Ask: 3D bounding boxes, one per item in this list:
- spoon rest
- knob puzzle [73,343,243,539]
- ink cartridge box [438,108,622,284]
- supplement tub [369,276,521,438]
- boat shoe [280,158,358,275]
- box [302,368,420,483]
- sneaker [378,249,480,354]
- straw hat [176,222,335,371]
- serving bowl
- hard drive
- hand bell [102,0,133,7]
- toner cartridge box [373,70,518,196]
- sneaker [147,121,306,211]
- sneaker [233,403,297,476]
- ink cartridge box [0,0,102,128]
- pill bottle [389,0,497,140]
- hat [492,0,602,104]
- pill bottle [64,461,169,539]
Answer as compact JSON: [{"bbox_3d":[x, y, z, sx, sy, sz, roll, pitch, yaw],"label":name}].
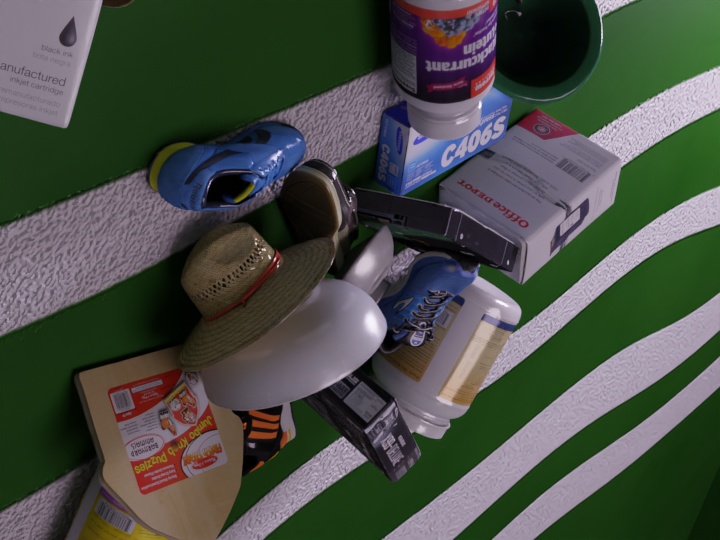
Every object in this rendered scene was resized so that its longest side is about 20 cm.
[{"bbox_3d":[0.000,0.000,1.486,0.100,0.060,0.200,-53,172,-8],"label":"spoon rest"},{"bbox_3d":[-0.194,0.184,1.325,0.030,0.222,0.219,-23,174,38],"label":"knob puzzle"},{"bbox_3d":[0.213,-0.097,1.665,0.200,0.144,0.085,-38,148,-29],"label":"ink cartridge box"},{"bbox_3d":[0.102,0.100,1.698,0.201,0.144,0.144,-60,151,8],"label":"supplement tub"},{"bbox_3d":[-0.037,-0.068,1.392,0.066,0.071,0.201,-56,163,-22],"label":"boat shoe"},{"bbox_3d":[-0.029,0.135,1.471,0.050,0.200,0.158,-44,149,-12],"label":"box"},{"bbox_3d":[0.078,0.044,1.569,0.078,0.090,0.200,15,147,-25],"label":"sneaker"},{"bbox_3d":[-0.128,0.003,1.291,0.201,0.200,0.085,-45,109,-19],"label":"straw hat"},{"bbox_3d":[-0.077,0.061,1.333,0.199,0.199,0.066,-36,115,-33],"label":"serving bowl"},{"bbox_3d":[0.084,-0.047,1.518,0.199,0.138,0.038,21,83,-58],"label":"hard drive"},{"bbox_3d":[-0.148,-0.299,0.984,0.201,0.103,0.105,-53,154,-30],"label":"hand bell"},{"bbox_3d":[0.101,-0.168,1.526,0.199,0.043,0.096,-31,142,-38],"label":"toner cartridge box"},{"bbox_3d":[-0.108,-0.091,1.248,0.199,0.078,0.067,-20,133,-50],"label":"sneaker"},{"bbox_3d":[-0.129,0.168,1.486,0.090,0.070,0.201,-48,153,-21],"label":"sneaker"},{"bbox_3d":[-0.233,-0.214,0.848,0.144,0.084,0.202,14,114,-17],"label":"ink cartridge box"},{"bbox_3d":[0.086,-0.236,1.361,0.111,0.111,0.201,-40,148,-27],"label":"pill bottle"},{"bbox_3d":[0.183,-0.270,1.557,0.198,0.176,0.167,19,86,-17],"label":"hat"},{"bbox_3d":[-0.259,0.293,1.376,0.104,0.104,0.202,0,120,-57],"label":"pill bottle"}]
